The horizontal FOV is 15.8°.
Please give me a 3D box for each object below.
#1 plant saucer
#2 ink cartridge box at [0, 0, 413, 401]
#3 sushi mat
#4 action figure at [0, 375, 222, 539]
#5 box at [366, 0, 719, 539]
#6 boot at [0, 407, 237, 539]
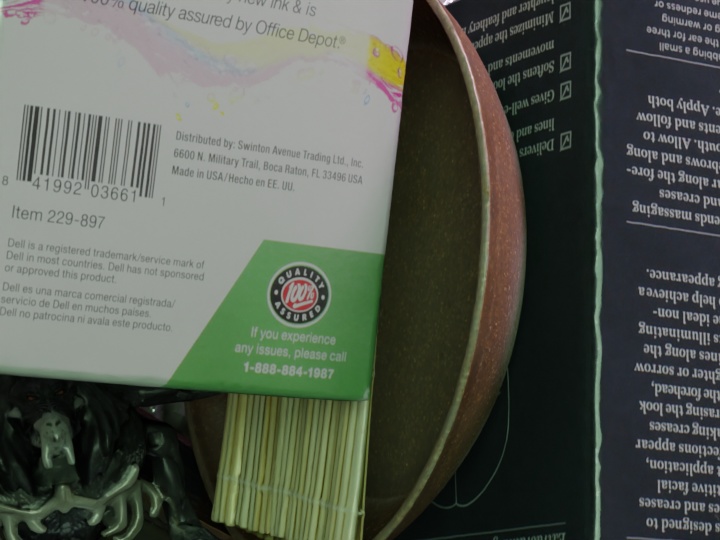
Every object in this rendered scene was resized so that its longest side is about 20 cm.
[{"bbox_3d":[0.000,0.000,0.837,0.037,0.200,0.201,7,78,-31],"label":"plant saucer"},{"bbox_3d":[-0.065,-0.069,0.753,0.145,0.087,0.200,6,91,-37],"label":"ink cartridge box"},{"bbox_3d":[-0.016,-0.011,0.819,0.012,0.096,0.200,7,87,-30],"label":"sushi mat"},{"bbox_3d":[-0.084,0.101,0.802,0.119,0.102,0.200,-11,97,-17],"label":"action figure"},{"bbox_3d":[0.075,0.012,0.848,0.107,0.148,0.200,8,78,-30],"label":"box"},{"bbox_3d":[-0.133,0.079,0.889,0.200,0.075,0.097,27,105,-10],"label":"boot"}]
